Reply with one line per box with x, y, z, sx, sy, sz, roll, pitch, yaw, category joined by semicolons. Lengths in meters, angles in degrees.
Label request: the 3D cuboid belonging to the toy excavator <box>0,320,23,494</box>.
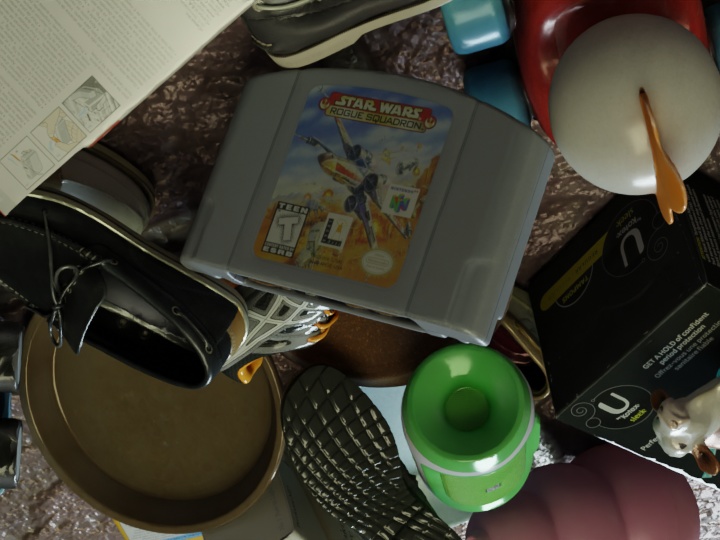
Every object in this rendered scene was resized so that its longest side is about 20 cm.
-0.285;0.119;1.125;0.098;0.200;0.197;2;91;-8;toy excavator

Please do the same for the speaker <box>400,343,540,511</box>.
0.073;0.108;1.056;0.087;0.090;0.200;-10;163;3;speaker

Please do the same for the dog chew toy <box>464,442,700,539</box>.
0.163;0.199;1.214;0.198;0.125;0.125;-3;140;-33;dog chew toy

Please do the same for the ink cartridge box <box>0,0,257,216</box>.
-0.158;-0.134;0.872;0.199;0.050;0.109;-37;106;20;ink cartridge box

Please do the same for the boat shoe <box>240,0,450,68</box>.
0.013;-0.180;0.870;0.198;0.073;0.063;-26;136;25;boat shoe

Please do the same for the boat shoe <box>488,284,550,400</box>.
0.062;0.030;1.093;0.198;0.067;0.074;24;129;-27;boat shoe

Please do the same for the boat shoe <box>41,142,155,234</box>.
-0.219;-0.051;0.973;0.198;0.069;0.075;20;130;-25;boat shoe

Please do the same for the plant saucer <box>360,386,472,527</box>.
0.031;0.131;1.213;0.198;0.039;0.203;-3;135;-3;plant saucer

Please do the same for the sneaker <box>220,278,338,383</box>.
-0.036;0.005;0.977;0.199;0.079;0.077;-28;111;36;sneaker

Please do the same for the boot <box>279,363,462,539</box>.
-0.009;0.136;1.103;0.067;0.131;0.201;-38;113;-8;boot

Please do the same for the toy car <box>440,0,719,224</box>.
0.149;-0.094;0.883;0.182;0.202;0.178;-13;136;7;toy car

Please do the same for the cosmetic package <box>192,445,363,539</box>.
-0.035;0.214;1.176;0.073;0.104;0.200;-32;135;11;cosmetic package

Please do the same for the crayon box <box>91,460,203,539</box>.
-0.124;0.177;1.231;0.124;0.052;0.201;-13;135;6;crayon box

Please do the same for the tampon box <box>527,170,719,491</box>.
0.241;0.044;1.088;0.198;0.127;0.150;24;127;-27;tampon box

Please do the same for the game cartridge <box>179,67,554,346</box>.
0.002;-0.044;0.882;0.198;0.135;0.041;13;171;29;game cartridge

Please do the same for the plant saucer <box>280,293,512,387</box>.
0.000;0.000;1.028;0.197;0.037;0.203;6;121;10;plant saucer

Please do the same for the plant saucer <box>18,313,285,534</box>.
-0.141;0.086;1.093;0.197;0.029;0.203;6;112;15;plant saucer

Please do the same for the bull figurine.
0.278;0.084;0.995;0.198;0.066;0.122;16;128;-21;bull figurine

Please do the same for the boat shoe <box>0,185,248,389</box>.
-0.161;0.009;0.927;0.198;0.063;0.075;26;133;-8;boat shoe
